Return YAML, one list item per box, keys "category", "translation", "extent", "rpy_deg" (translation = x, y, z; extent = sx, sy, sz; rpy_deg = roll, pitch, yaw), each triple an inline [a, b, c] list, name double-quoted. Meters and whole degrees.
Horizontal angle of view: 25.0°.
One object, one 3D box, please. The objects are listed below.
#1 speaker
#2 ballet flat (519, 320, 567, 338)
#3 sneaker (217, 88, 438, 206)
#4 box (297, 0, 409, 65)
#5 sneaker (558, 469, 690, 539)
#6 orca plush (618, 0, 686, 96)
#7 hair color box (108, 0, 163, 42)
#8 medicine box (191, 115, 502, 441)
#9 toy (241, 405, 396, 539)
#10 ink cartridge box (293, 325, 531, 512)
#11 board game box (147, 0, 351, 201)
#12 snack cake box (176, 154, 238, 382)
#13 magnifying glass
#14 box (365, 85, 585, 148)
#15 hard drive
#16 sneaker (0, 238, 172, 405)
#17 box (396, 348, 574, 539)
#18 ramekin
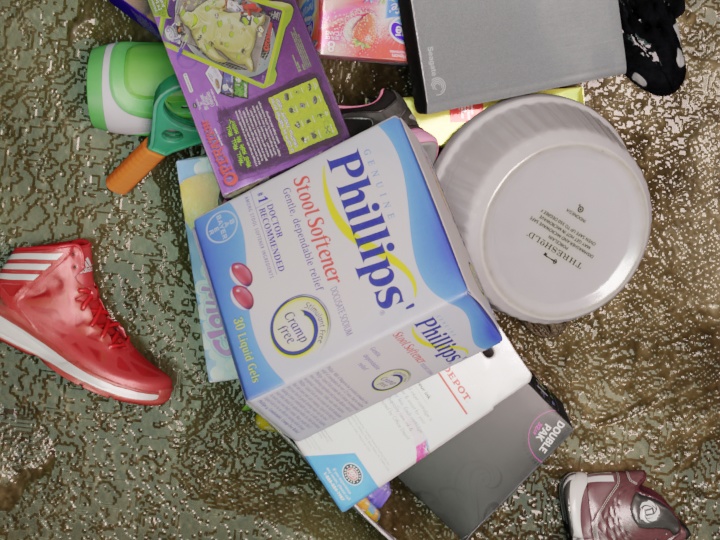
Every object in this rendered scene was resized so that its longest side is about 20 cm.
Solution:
- category: "speaker"
  translation: [-0.146, -0.167, 1.492]
  extent: [0.198, 0.088, 0.089]
  rpy_deg: [0, 95, 2]
- category: "ballet flat"
  translation: [0.130, -0.022, 1.514]
  extent: [0.067, 0.046, 0.201]
  rpy_deg: [-32, 93, 4]
- category: "sneaker"
  translation: [-0.036, -0.101, 1.421]
  extent: [0.198, 0.079, 0.096]
  rpy_deg: [-20, 64, -10]
- category: "box"
  translation: [0.044, -0.232, 1.444]
  extent: [0.198, 0.095, 0.104]
  rpy_deg: [1, 96, -20]
- category: "sneaker"
  translation: [0.257, 0.282, 1.524]
  extent: [0.114, 0.076, 0.202]
  rpy_deg: [-10, 94, 0]
- category: "orca plush"
  translation: [0.244, -0.254, 1.479]
  extent: [0.104, 0.071, 0.202]
  rpy_deg: [-13, 94, 3]
- category: "hair color box"
  translation: [-0.173, -0.273, 1.454]
  extent: [0.199, 0.065, 0.110]
  rpy_deg: [37, 85, 22]
- category: "medicine box"
  translation: [-0.012, 0.007, 1.329]
  extent: [0.199, 0.103, 0.183]
  rpy_deg: [-27, 59, 11]
- category: "toy"
  translation: [-0.022, 0.175, 1.497]
  extent: [0.200, 0.115, 0.047]
  rpy_deg: [41, 86, -1]
- category: "ink cartridge box"
  translation: [0.036, 0.099, 1.393]
  extent: [0.199, 0.068, 0.116]
  rpy_deg: [-34, 91, 5]
- category: "board game box"
  translation: [-0.096, -0.173, 1.370]
  extent: [0.119, 0.032, 0.202]
  rpy_deg: [-21, 80, -3]
- category: "snack cake box"
  translation: [-0.114, -0.007, 1.490]
  extent: [0.066, 0.115, 0.202]
  rpy_deg: [-8, 94, 3]
- category: "magnifying glass"
  translation: [-0.173, -0.121, 1.465]
  extent: [0.079, 0.200, 0.023]
  rpy_deg: [20, 56, -29]
- category: "box"
  translation: [0.104, -0.139, 1.492]
  extent: [0.198, 0.075, 0.051]
  rpy_deg: [-2, 94, 3]
- category: "hard drive"
  translation: [0.130, -0.222, 1.409]
  extent: [0.198, 0.033, 0.141]
  rpy_deg: [-13, 101, -19]
- category: "sneaker"
  translation: [-0.252, 0.040, 1.517]
  extent: [0.199, 0.078, 0.116]
  rpy_deg: [25, 96, -2]
- category: "box"
  translation: [0.073, 0.116, 1.489]
  extent: [0.200, 0.124, 0.149]
  rpy_deg: [45, 96, -3]
- category: "ramekin"
  translation: [0.162, -0.047, 1.417]
  extent: [0.200, 0.094, 0.204]
  rpy_deg: [-5, 109, -15]
